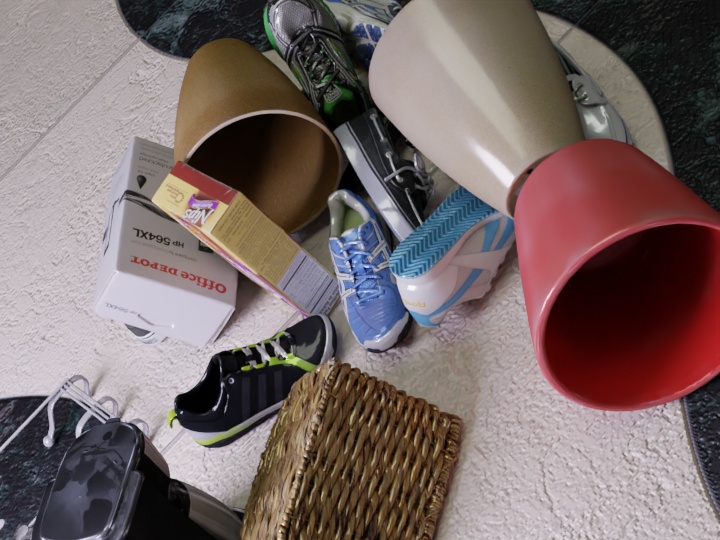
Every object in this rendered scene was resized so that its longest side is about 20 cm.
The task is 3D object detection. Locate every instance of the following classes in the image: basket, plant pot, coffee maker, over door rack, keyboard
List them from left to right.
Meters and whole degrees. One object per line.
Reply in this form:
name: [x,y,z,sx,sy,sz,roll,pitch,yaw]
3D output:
over door rack: [-0.344,0.214,1.386,0.199,0.067,0.147,-38,39,-26]
coffee maker: [-0.192,0.264,1.152,0.134,0.200,0.194,-29,45,14]
plant pot: [-0.133,-0.164,1.415,0.185,0.187,0.201,-32,46,11]
basket: [-0.016,0.209,1.169,0.143,0.147,0.202,-38,31,57]
keyboard: [0.049,-0.167,1.440,0.202,0.039,0.104,-61,23,-16]
plant pot: [0.131,-0.149,1.210,0.186,0.187,0.201,-35,55,8]
plant pot: [0.223,-0.009,1.086,0.199,0.201,0.178,-32,34,11]

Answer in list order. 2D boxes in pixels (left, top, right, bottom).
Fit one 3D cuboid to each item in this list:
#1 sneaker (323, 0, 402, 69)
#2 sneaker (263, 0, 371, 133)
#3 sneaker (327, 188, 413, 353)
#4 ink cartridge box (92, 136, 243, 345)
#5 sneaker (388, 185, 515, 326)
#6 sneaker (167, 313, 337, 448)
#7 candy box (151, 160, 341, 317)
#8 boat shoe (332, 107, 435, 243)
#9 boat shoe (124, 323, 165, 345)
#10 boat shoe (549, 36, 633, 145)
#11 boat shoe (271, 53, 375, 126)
sneaker: [0.026,-0.280,1.438,0.199,0.078,0.085,33,62,33]
sneaker: [-0.038,-0.227,1.403,0.077,0.201,0.085,-32,27,5]
sneaker: [0.000,0.000,1.306,0.075,0.077,0.202,-28,47,12]
ink cartridge box: [-0.214,-0.034,1.425,0.084,0.144,0.202,-50,32,43]
sneaker: [0.112,-0.027,1.251,0.199,0.082,0.076,-37,38,-23]
sneaker: [-0.112,0.110,1.298,0.199,0.083,0.072,-40,44,3]
candy box: [-0.114,-0.028,1.320,0.116,0.200,0.057,28,79,44]
boat shoe: [0.043,-0.090,1.334,0.068,0.074,0.201,-32,56,3]
boat shoe: [-0.235,-0.013,1.495,0.070,0.064,0.202,-10,52,30]
boat shoe: [0.213,-0.169,1.288,0.073,0.067,0.201,-35,44,8]
boat shoe: [-0.018,-0.226,1.494,0.199,0.065,0.072,-39,33,7]
